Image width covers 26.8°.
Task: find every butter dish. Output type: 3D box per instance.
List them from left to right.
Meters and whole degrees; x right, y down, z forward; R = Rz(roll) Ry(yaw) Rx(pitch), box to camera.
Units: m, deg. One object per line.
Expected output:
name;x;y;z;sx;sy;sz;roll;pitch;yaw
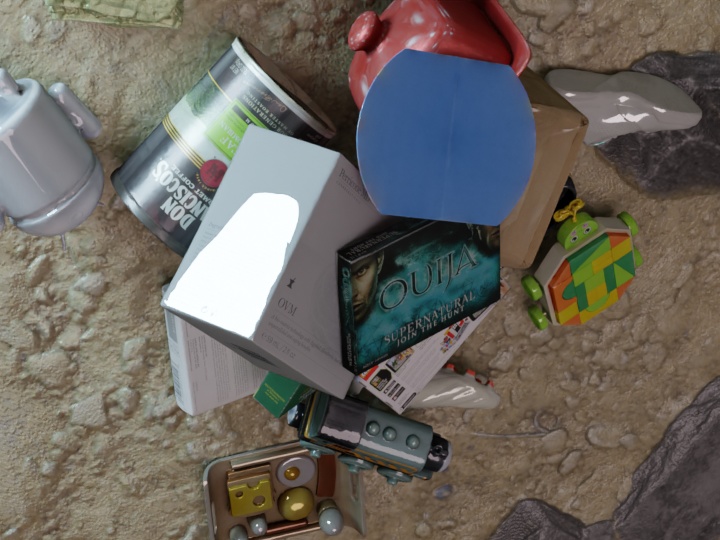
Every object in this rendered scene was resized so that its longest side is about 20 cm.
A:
butter dish;0.052;-0.216;1.564;0.148;0.200;0.200;30;111;-29

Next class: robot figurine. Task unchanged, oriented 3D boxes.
robot figurine;-0.340;-0.116;1.550;0.170;0.113;0.200;-46;123;-19

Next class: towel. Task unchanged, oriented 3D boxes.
towel;-0.237;-0.340;1.510;0.148;0.037;0.201;3;116;-19

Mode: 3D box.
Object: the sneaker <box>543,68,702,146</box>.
sneaker;0.295;-0.179;1.755;0.199;0.075;0.089;6;128;-14

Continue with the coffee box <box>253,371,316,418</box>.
coffee box;-0.036;0.067;1.695;0.044;0.123;0.200;39;123;10

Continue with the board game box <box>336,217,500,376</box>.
board game box;0.061;0.007;1.514;0.200;0.028;0.136;-27;129;-31

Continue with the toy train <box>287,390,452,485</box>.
toy train;0.013;0.199;1.801;0.199;0.114;0.086;21;74;-15

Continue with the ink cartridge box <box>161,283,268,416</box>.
ink cartridge box;-0.128;0.065;1.765;0.199;0.050;0.162;-21;123;-28

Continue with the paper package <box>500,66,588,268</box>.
paper package;0.140;-0.125;1.648;0.103;0.200;0.191;11;113;-23

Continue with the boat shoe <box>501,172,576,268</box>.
boat shoe;0.177;-0.046;1.784;0.200;0.062;0.075;-44;123;9

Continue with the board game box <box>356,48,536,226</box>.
board game box;0.077;-0.129;1.472;0.199;0.039;0.159;4;93;-28

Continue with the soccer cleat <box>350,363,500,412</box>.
soccer cleat;0.077;0.144;1.843;0.199;0.069;0.078;20;83;-20

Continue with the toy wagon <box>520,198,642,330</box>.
toy wagon;0.265;-0.009;1.807;0.155;0.040;0.200;-33;145;-8

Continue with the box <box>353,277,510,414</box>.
box;0.074;0.061;1.742;0.200;0.035;0.110;-49;132;1

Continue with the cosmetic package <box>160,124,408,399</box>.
cosmetic package;-0.062;-0.005;1.502;0.199;0.123;0.201;39;72;-57

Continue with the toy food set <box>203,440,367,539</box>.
toy food set;-0.093;0.292;1.876;0.199;0.060;0.144;-11;120;-12

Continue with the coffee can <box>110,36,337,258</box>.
coffee can;-0.144;-0.123;1.590;0.200;0.146;0.146;-46;121;9
